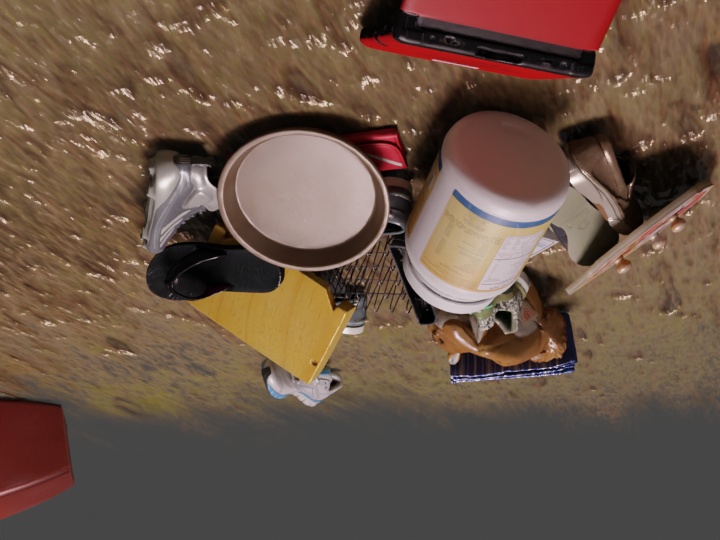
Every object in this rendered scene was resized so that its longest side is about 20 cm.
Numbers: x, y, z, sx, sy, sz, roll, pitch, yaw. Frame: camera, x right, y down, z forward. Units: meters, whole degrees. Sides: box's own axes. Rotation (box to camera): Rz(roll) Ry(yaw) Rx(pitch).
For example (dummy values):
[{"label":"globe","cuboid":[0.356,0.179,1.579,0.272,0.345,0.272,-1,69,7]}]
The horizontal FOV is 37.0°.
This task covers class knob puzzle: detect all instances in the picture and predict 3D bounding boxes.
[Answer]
[{"label":"knob puzzle","cuboid":[0.359,-0.044,1.309,0.218,0.031,0.220,-35,169,-8]}]

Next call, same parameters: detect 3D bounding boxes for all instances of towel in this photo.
[{"label":"towel","cuboid":[0.237,0.118,1.695,0.197,0.146,0.024,-6,123,9]}]

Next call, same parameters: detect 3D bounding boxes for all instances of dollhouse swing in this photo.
[{"label":"dollhouse swing","cuboid":[-0.099,0.021,1.434,0.199,0.176,0.183,33,123,6]}]

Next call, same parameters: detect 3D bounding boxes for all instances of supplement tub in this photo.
[{"label":"supplement tub","cuboid":[0.132,-0.060,1.195,0.142,0.146,0.201,5,142,-16]}]

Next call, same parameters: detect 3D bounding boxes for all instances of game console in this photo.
[{"label":"game console","cuboid":[0.120,-0.247,0.971,0.197,0.121,0.172,7,-174,-19]}]

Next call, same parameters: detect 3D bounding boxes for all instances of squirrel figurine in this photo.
[{"label":"squirrel figurine","cuboid":[0.202,0.092,1.617,0.198,0.144,0.186,15,158,-29]}]

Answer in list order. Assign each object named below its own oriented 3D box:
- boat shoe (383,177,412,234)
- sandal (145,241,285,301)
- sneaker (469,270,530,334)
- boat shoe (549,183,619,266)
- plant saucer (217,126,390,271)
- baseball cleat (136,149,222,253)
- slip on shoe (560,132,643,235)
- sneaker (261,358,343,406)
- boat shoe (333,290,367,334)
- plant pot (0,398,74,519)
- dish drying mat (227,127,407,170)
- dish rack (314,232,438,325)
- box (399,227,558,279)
[{"label":"boat shoe","cuboid":[-0.033,-0.064,1.303,0.197,0.063,0.073,-8,156,13]},{"label":"sandal","cuboid":[-0.190,0.003,1.332,0.198,0.076,0.048,-6,-158,25]},{"label":"sneaker","cuboid":[0.153,0.027,1.361,0.076,0.090,0.199,-21,150,37]},{"label":"boat shoe","cuboid":[0.256,-0.070,1.313,0.071,0.063,0.200,-41,139,11]},{"label":"plant saucer","cuboid":[-0.064,-0.083,1.227,0.197,0.030,0.202,2,131,2]},{"label":"baseball cleat","cuboid":[-0.210,-0.073,1.280,0.105,0.071,0.200,4,157,-12]},{"label":"slip on shoe","cuboid":[0.298,-0.103,1.261,0.060,0.077,0.199,-32,141,22]},{"label":"sneaker","cuboid":[-0.099,0.185,1.900,0.086,0.076,0.199,-22,158,24]},{"label":"boat shoe","cuboid":[-0.083,0.045,1.600,0.197,0.073,0.063,11,111,-13]},{"label":"plant pot","cuboid":[-0.657,0.358,2.102,0.173,0.203,0.200,-8,159,-15]},{"label":"dish drying mat","cuboid":[-0.048,-0.126,1.235,0.197,0.018,0.077,-7,157,11]},{"label":"dish rack","cuboid":[0.000,0.000,1.399,0.197,0.055,0.154,2,138,24]},{"label":"box","cuboid":[0.150,-0.038,1.401,0.115,0.061,0.199,13,153,-31]}]
